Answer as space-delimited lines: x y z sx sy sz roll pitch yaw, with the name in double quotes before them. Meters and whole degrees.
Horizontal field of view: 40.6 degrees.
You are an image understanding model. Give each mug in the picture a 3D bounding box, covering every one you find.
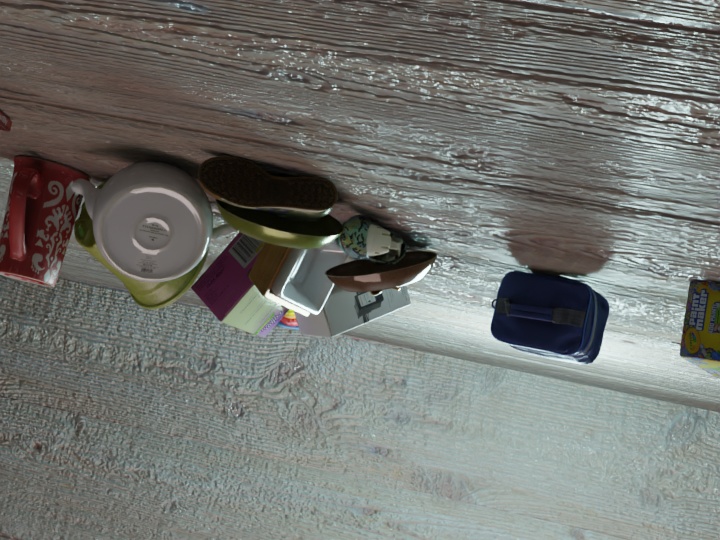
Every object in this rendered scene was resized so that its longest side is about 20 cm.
"mug" -0.576 -0.088 1.692 0.131 0.204 0.177 7 171 30

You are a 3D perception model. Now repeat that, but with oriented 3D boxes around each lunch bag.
"lunch bag" 0.323 0.078 1.707 0.197 0.138 0.132 8 170 31

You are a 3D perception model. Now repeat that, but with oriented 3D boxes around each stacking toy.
"stacking toy" -0.178 0.066 2.485 0.108 0.118 0.201 8 159 7

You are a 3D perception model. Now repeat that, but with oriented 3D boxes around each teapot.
"teapot" -0.317 -0.090 1.516 0.201 0.196 0.147 54 -171 -29

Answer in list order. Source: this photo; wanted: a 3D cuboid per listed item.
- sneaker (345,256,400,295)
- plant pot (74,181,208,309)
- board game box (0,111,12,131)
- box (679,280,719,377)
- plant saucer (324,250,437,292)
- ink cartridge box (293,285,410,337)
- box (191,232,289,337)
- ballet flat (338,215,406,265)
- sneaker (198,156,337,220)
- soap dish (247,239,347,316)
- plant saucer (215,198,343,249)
"sneaker" 0.000 0.000 1.834 0.198 0.086 0.072 6 171 42
"plant pot" -0.404 -0.060 1.746 0.198 0.203 0.184 5 158 38
"board game box" -0.565 -0.238 1.337 0.101 0.020 0.200 11 171 3
"box" 0.624 0.105 1.510 0.190 0.124 0.199 5 169 36
"plant saucer" 0.038 0.004 1.678 0.197 0.037 0.200 -9 -172 1
"ink cartridge box" -0.022 0.062 1.958 0.198 0.085 0.145 -21 -171 -28
"box" -0.193 0.018 1.840 0.097 0.176 0.200 44 -176 22
"ballet flat" 0.027 -0.047 1.571 0.073 0.076 0.200 9 180 20
"sneaker" -0.134 -0.107 1.396 0.196 0.068 0.090 10 166 -5
"soap dish" -0.106 -0.014 1.699 0.080 0.159 0.200 26 177 22
"plant saucer" -0.123 -0.073 1.459 0.196 0.032 0.200 15 -164 -4
